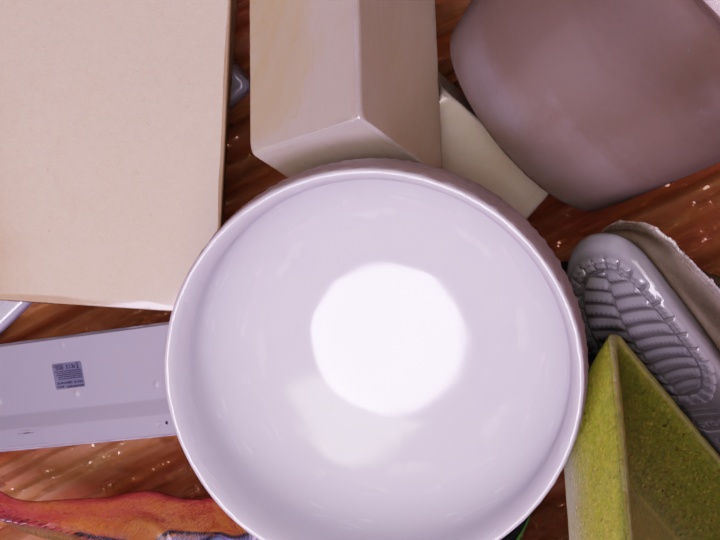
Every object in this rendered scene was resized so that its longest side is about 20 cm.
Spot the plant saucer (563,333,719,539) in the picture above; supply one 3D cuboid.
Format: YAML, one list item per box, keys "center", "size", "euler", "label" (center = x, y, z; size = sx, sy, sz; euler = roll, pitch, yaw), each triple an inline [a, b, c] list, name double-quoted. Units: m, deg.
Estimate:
- center: [0.153, 0.164, 1.331]
  size: [0.048, 0.200, 0.200]
  euler: [-24, 130, 23]
  label: "plant saucer"

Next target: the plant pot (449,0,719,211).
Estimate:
- center: [0.145, -0.124, 1.361]
  size: [0.173, 0.200, 0.200]
  euler: [-40, 88, 25]
  label: "plant pot"

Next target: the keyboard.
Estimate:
- center: [-0.146, 0.061, 1.438]
  size: [0.200, 0.011, 0.056]
  euler: [-8, 88, 41]
  label: "keyboard"

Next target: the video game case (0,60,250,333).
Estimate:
- center: [-0.187, -0.095, 1.479]
  size: [0.200, 0.022, 0.182]
  euler: [-43, 88, 9]
  label: "video game case"

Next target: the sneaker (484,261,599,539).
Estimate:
- center: [0.066, 0.074, 1.416]
  size: [0.077, 0.084, 0.200]
  euler: [34, 93, 33]
  label: "sneaker"

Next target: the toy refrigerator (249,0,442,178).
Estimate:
- center: [-0.011, -0.139, 1.375]
  size: [0.070, 0.076, 0.200]
  euler: [-16, 62, 29]
  label: "toy refrigerator"

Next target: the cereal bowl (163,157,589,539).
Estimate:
- center: [0.011, 0.040, 1.338]
  size: [0.200, 0.083, 0.200]
  euler: [2, 104, 9]
  label: "cereal bowl"

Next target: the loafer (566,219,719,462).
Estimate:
- center: [0.174, 0.037, 1.387]
  size: [0.200, 0.075, 0.070]
  euler: [47, 59, -32]
  label: "loafer"

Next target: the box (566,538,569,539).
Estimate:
- center: [0.039, 0.224, 1.387]
  size: [0.200, 0.184, 0.105]
  euler: [-25, 89, 9]
  label: "box"

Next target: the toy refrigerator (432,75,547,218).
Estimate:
- center: [0.000, 0.000, 1.424]
  size: [0.076, 0.070, 0.200]
  euler: [38, 99, -16]
  label: "toy refrigerator"

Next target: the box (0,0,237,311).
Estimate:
- center: [-0.144, -0.082, 1.390]
  size: [0.163, 0.021, 0.200]
  euler: [4, 98, 5]
  label: "box"

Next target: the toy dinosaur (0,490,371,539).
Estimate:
- center: [-0.085, 0.142, 1.414]
  size: [0.181, 0.105, 0.200]
  euler: [-37, 104, 28]
  label: "toy dinosaur"
